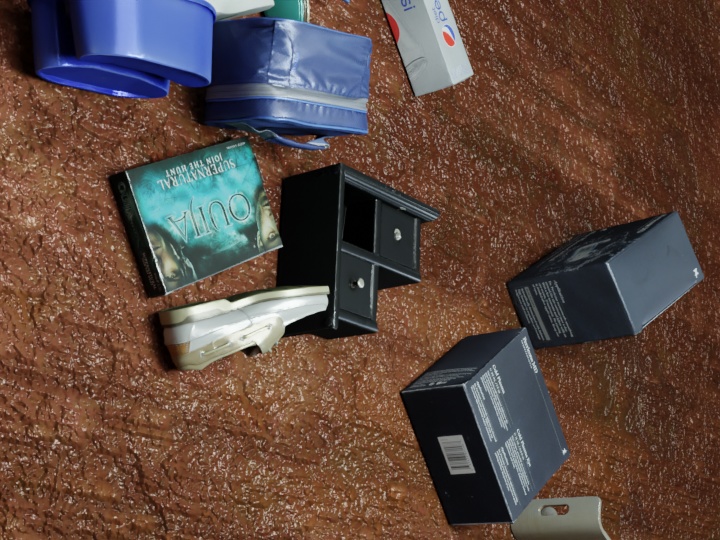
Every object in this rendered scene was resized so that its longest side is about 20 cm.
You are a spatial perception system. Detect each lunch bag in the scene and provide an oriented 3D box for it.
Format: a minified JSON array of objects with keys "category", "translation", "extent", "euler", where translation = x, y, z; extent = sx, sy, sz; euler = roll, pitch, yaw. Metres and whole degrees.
[{"category":"lunch bag","translation":[-0.078,-0.207,1.410],"extent":[0.200,0.136,0.133],"euler":[2,93,-46]}]

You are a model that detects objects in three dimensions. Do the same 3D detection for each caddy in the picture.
[{"category":"caddy","translation":[-0.235,-0.241,1.226],"extent":[0.200,0.141,0.105],"euler":[6,81,-51]}]

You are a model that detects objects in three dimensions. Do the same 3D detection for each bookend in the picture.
[{"category":"bookend","translation":[0.000,0.000,1.494],"extent":[0.199,0.092,0.201],"euler":[23,64,-47]}]

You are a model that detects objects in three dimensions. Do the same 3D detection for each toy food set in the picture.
[{"category":"toy food set","translation":[0.318,0.392,1.749],"extent":[0.200,0.143,0.060],"euler":[52,45,-29]}]

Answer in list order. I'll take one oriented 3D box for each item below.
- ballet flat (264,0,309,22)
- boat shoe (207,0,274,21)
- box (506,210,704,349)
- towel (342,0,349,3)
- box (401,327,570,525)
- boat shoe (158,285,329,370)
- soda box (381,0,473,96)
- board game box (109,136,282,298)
[{"category":"ballet flat","translation":[-0.097,-0.375,1.496],"extent":[0.067,0.068,0.200],"euler":[-36,110,-57]},{"category":"boat shoe","translation":[-0.172,-0.312,1.386],"extent":[0.200,0.071,0.064],"euler":[-32,106,-59]},{"category":"box","translation":[0.362,0.016,1.829],"extent":[0.197,0.200,0.118],"euler":[-31,101,-39]},{"category":"towel","translation":[-0.065,-0.439,1.532],"extent":[0.147,0.024,0.201],"euler":[11,59,-64]},{"category":"box","translation":[0.171,0.206,1.645],"extent":[0.182,0.104,0.200],"euler":[-33,106,-49]},{"category":"boat shoe","translation":[-0.120,0.059,1.330],"extent":[0.200,0.075,0.069],"euler":[-11,93,-31]},{"category":"soda box","translation":[0.083,-0.349,1.711],"extent":[0.063,0.068,0.200],"euler":[-35,108,-51]},{"category":"board game box","translation":[-0.173,-0.062,1.345],"extent":[0.200,0.028,0.136],"euler":[-26,100,-51]}]
